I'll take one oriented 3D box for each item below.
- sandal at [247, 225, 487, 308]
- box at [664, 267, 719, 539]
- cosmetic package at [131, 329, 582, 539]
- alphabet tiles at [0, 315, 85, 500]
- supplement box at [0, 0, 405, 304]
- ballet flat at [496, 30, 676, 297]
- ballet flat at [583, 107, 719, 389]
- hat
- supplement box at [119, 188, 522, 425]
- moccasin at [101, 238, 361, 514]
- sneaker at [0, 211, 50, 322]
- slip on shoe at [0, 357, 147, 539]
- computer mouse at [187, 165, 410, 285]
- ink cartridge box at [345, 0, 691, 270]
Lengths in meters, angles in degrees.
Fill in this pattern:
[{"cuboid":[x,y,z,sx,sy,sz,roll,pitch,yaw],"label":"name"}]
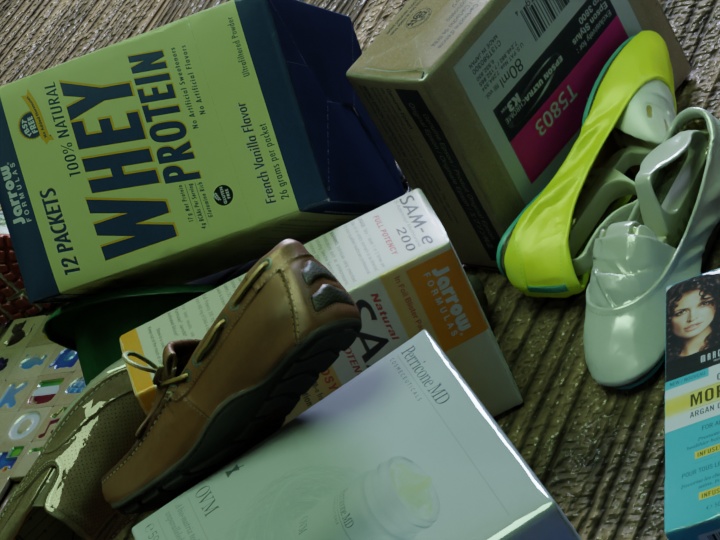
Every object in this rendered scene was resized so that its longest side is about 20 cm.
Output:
[{"cuboid":[0.000,0.000,1.629,0.082,0.055,0.200,-25,19,-31],"label":"sandal"},{"cuboid":[0.206,0.074,1.358,0.082,0.049,0.200,-20,33,21],"label":"box"},{"cuboid":[0.011,0.166,1.344,0.200,0.123,0.199,-33,30,-2],"label":"cosmetic package"},{"cuboid":[-0.249,0.100,1.796,0.166,0.006,0.200,-9,38,36],"label":"alphabet tiles"},{"cuboid":[-0.103,-0.073,1.618,0.199,0.135,0.200,-19,-5,15],"label":"supplement box"},{"cuboid":[0.158,-0.062,1.588,0.067,0.067,0.200,12,60,42],"label":"ballet flat"},{"cuboid":[0.170,-0.020,1.511,0.069,0.070,0.200,-5,41,39],"label":"ballet flat"},{"cuboid":[-0.123,0.118,1.607,0.200,0.165,0.177,-21,63,50],"label":"hat"},{"cuboid":[-0.022,0.058,1.504,0.200,0.126,0.074,-27,31,0],"label":"supplement box"},{"cuboid":[-0.082,0.061,1.403,0.074,0.078,0.201,-12,-30,-45],"label":"moccasin"},{"cuboid":[-0.225,-0.021,1.890,0.199,0.078,0.082,-13,31,15],"label":"sneaker"},{"cuboid":[-0.171,0.138,1.545,0.200,0.076,0.061,-47,18,6],"label":"slip on shoe"},{"cuboid":[-0.072,-0.034,1.778,0.200,0.046,0.140,-38,32,-7],"label":"computer mouse"},{"cuboid":[0.104,-0.125,1.624,0.075,0.165,0.200,9,51,46],"label":"ink cartridge box"}]
